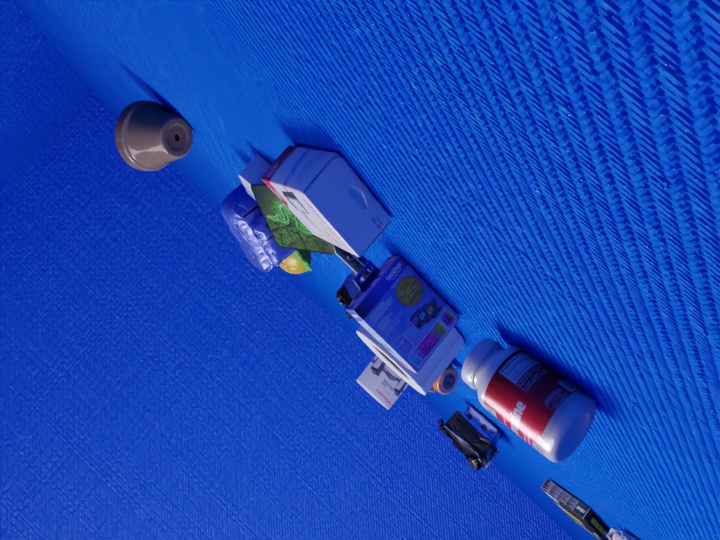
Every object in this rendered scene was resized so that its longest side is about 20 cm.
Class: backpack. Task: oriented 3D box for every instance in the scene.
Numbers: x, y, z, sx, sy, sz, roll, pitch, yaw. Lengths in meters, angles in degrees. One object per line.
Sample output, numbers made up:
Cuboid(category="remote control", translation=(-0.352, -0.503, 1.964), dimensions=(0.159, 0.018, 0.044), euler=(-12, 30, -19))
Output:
Cuboid(category="backpack", translation=(-0.233, -0.124, 1.583), dimensions=(0.166, 0.162, 0.203), euler=(10, 136, 57))
Cuboid(category="backpack", translation=(0.374, 0.554, 2.110), dimensions=(0.200, 0.153, 0.192), euler=(43, 166, 36))

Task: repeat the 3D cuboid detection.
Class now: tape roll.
Cuboid(category="tape roll", translation=(0.106, 0.144, 1.370), dimensions=(0.202, 0.140, 0.203), euler=(40, 171, 8))

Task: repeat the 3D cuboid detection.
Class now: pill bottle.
Cuboid(category="pill bottle", translation=(0.173, 0.250, 1.694), dimensions=(0.106, 0.107, 0.199), euler=(48, 170, -36))
Cuboid(category="pill bottle", translation=(0.257, 0.194, 1.008), dimensions=(0.199, 0.113, 0.113), euler=(35, 170, 39))

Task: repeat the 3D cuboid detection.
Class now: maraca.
Cuboid(category="maraca", translation=(-0.201, -0.048, 1.949), dimensions=(0.137, 0.107, 0.199), euler=(45, 171, -17))

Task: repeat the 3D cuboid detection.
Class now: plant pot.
Cuboid(category="plant pot", translation=(-0.581, -0.387, 1.855), dimensions=(0.171, 0.203, 0.201), euler=(11, 154, 39))

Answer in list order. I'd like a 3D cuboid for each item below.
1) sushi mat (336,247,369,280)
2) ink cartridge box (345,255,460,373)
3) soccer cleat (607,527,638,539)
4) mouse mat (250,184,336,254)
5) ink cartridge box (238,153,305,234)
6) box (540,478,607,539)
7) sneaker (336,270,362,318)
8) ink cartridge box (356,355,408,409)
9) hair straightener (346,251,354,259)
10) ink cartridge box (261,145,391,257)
Cuboid(category="sushi mat", translation=(0.000, 0.000, 1.482), dimensions=(0.200, 0.012, 0.096), euler=(44, -170, -2))
Cuboid(category="ink cartridge box", translation=(0.067, 0.068, 1.184), dimensions=(0.200, 0.137, 0.076), euler=(43, 170, -8))
Cuboid(category="soccer cleat", translation=(0.721, 0.746, 1.715), dimensions=(0.086, 0.070, 0.200), euler=(41, 172, 5))
Cuboid(category="mouse mat", translation=(-0.142, -0.108, 1.339), dimensions=(0.197, 0.008, 0.164), euler=(8, 131, 43))
Cuboid(category="ink cartridge box", translation=(-0.170, -0.152, 1.425), dimensions=(0.199, 0.068, 0.116), euler=(42, 170, 10))
Cuboid(category="box", translation=(0.698, 0.775, 2.050), dimensions=(0.193, 0.048, 0.199), euler=(45, 171, -26))
Cuboid(category="sneaker", translation=(0.023, 0.089, 1.576), dimensions=(0.199, 0.112, 0.077), euler=(38, 171, 26))
Cuboid(category="ink cartridge box", translation=(0.101, 0.335, 2.120), dimensions=(0.084, 0.201, 0.145), euler=(32, 168, 45))
Cuboid(category="hair straightener", translation=(-0.075, -0.100, 1.325), dimensions=(0.201, 0.041, 0.077), euler=(51, 169, -14))
Cuboid(category="ink cartridge box", translation=(-0.060, -0.117, 1.038), dimensions=(0.148, 0.086, 0.199), euler=(47, 172, -28))
